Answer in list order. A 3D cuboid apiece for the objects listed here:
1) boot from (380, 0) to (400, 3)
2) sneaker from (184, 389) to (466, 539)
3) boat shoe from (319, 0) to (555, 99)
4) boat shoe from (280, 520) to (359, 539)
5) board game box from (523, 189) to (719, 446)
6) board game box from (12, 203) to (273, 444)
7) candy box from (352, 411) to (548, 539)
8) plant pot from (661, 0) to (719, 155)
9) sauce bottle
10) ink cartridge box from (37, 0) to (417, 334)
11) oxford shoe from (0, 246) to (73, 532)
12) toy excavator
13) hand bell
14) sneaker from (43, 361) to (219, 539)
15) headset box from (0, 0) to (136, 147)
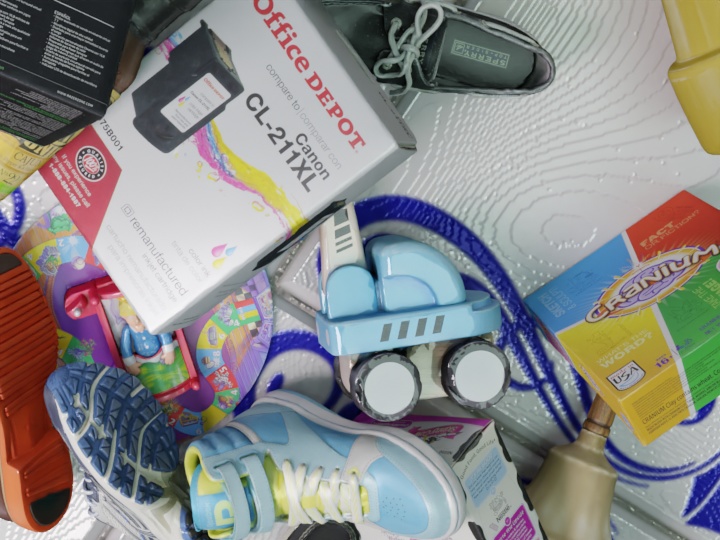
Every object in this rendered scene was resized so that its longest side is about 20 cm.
[{"bbox_3d":[-0.035,-0.264,0.868,0.199,0.068,0.131,31,100,-1],"label":"boot"},{"bbox_3d":[-0.037,0.152,0.927,0.130,0.199,0.080,-24,118,-42],"label":"sneaker"},{"bbox_3d":[0.036,-0.151,0.937,0.197,0.068,0.074,15,103,-16],"label":"boat shoe"},{"bbox_3d":[-0.048,0.273,1.055,0.071,0.068,0.202,21,100,-16],"label":"boat shoe"},{"bbox_3d":[0.212,0.025,0.961,0.152,0.200,0.040,-35,111,0],"label":"board game box"},{"bbox_3d":[-0.158,0.044,0.971,0.199,0.039,0.159,27,100,-18],"label":"board game box"},{"bbox_3d":[0.070,0.202,1.018,0.061,0.136,0.201,-43,117,-36],"label":"candy box"},{"bbox_3d":[0.277,-0.206,0.916,0.200,0.201,0.190,-29,97,-2],"label":"plant pot"},{"bbox_3d":[-0.180,-0.115,0.831,0.200,0.065,0.065,-40,111,11],"label":"sauce bottle"},{"bbox_3d":[-0.086,-0.078,0.886,0.199,0.083,0.146,-37,86,11],"label":"ink cartridge box"},{"bbox_3d":[-0.249,0.081,0.941,0.072,0.071,0.202,7,109,28],"label":"oxford shoe"},{"bbox_3d":[0.000,0.000,0.976,0.192,0.100,0.202,-7,95,-9],"label":"toy excavator"},{"bbox_3d":[0.183,0.113,1.055,0.103,0.104,0.202,21,91,-18],"label":"hand bell"},{"bbox_3d":[-0.167,0.145,0.972,0.085,0.077,0.201,-12,128,32],"label":"sneaker"},{"bbox_3d":[-0.201,-0.194,0.725,0.173,0.092,0.202,20,74,-31],"label":"headset box"}]
